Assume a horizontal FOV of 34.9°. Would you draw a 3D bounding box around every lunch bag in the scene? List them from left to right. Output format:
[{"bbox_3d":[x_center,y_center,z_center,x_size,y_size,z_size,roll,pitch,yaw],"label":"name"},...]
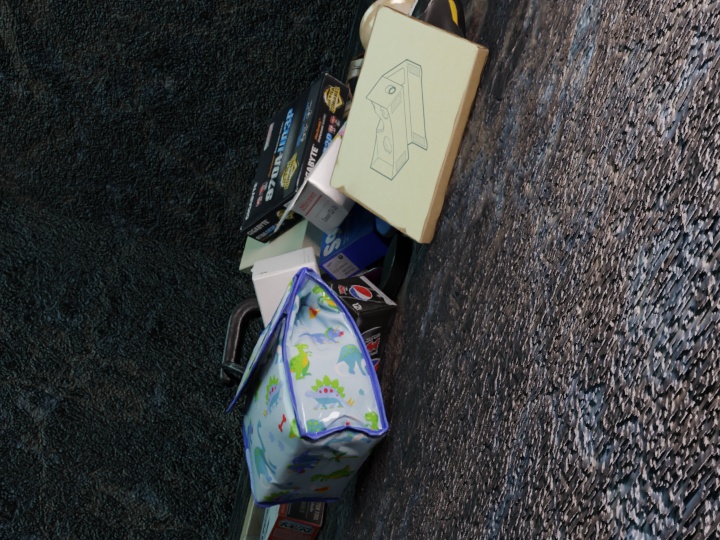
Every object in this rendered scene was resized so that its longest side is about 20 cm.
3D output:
[{"bbox_3d":[-0.065,0.125,1.222,0.171,0.125,0.202,123,142,-48],"label":"lunch bag"}]

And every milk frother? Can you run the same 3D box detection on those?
[{"bbox_3d":[-0.110,0.112,1.665,0.200,0.178,0.191,136,147,-69],"label":"milk frother"}]

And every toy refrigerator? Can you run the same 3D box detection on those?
[{"bbox_3d":[-0.093,-0.034,1.635,0.199,0.075,0.071,-17,55,58],"label":"toy refrigerator"}]

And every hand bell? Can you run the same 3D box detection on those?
[{"bbox_3d":[0.059,-0.249,1.424,0.202,0.102,0.105,-99,22,-48],"label":"hand bell"}]

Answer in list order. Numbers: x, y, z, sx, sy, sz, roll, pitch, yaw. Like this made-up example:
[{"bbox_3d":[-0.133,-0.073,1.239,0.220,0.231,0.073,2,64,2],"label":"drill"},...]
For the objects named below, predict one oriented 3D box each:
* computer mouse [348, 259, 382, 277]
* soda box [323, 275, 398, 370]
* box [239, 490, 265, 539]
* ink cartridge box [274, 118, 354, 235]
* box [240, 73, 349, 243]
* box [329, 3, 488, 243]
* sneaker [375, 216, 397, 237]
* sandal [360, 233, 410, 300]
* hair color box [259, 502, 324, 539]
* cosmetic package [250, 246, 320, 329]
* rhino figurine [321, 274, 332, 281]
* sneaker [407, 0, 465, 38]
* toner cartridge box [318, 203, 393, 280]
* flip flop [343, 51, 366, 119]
[{"bbox_3d":[0.000,0.000,1.518,0.200,0.043,0.111,-97,23,-72],"label":"computer mouse"},{"bbox_3d":[-0.025,0.110,1.311,0.071,0.063,0.202,40,125,36],"label":"soda box"},{"bbox_3d":[-0.123,0.336,1.708,0.095,0.076,0.203,168,116,-83],"label":"box"},{"bbox_3d":[-0.022,-0.122,1.423,0.201,0.067,0.116,-56,4,-18],"label":"ink cartridge box"},{"bbox_3d":[-0.092,-0.155,1.604,0.158,0.046,0.203,-29,42,51],"label":"box"},{"bbox_3d":[0.044,-0.152,1.172,0.163,0.021,0.203,34,116,44],"label":"box"},{"bbox_3d":[0.036,-0.131,1.350,0.066,0.077,0.202,-87,12,-53],"label":"sneaker"},{"bbox_3d":[0.010,0.030,1.351,0.076,0.047,0.202,-83,10,-45],"label":"sandal"},{"bbox_3d":[-0.092,0.324,1.543,0.201,0.063,0.112,114,169,-53],"label":"hair color box"},{"bbox_3d":[-0.073,0.084,1.428,0.108,0.083,0.203,-107,4,-76],"label":"cosmetic package"},{"bbox_3d":[-0.072,-0.006,1.738,0.198,0.060,0.088,-14,43,43],"label":"rhino figurine"},{"bbox_3d":[0.080,-0.203,1.210,0.090,0.069,0.204,-159,81,-72],"label":"sneaker"},{"bbox_3d":[0.001,-0.082,1.501,0.094,0.043,0.202,-31,32,28],"label":"toner cartridge box"},{"bbox_3d":[0.020,-0.292,1.618,0.200,0.057,0.081,-48,4,29],"label":"flip flop"}]
